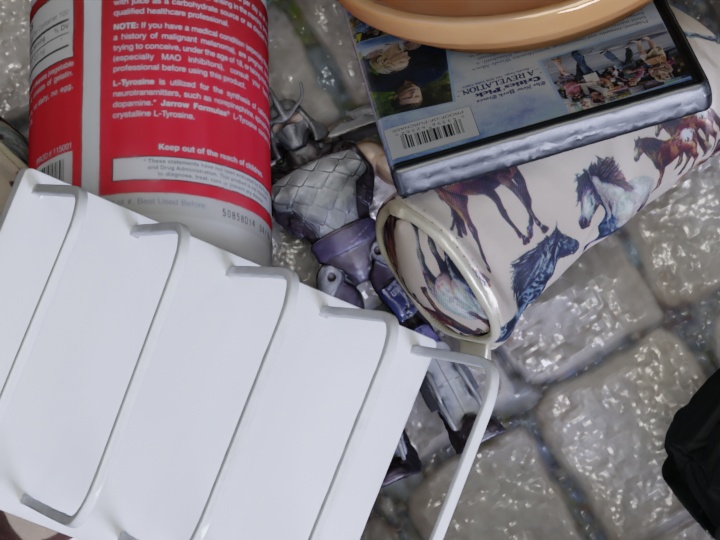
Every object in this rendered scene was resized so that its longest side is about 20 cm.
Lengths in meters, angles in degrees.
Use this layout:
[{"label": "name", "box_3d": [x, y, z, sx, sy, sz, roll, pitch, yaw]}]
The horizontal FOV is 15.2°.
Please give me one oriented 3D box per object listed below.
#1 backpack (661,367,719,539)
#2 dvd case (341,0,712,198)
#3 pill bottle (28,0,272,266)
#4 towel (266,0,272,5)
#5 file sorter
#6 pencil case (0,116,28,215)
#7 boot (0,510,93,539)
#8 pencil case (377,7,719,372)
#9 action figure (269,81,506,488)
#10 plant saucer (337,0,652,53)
[{"label": "backpack", "box_3d": [0.248, 0.128, 1.253, 0.200, 0.167, 0.127, 44, 100, -12]}, {"label": "dvd case", "box_3d": [0.070, -0.107, 1.241, 0.143, 0.200, 0.018, -16, 122, 1]}, {"label": "pill bottle", "box_3d": [-0.098, -0.083, 1.256, 0.112, 0.112, 0.200, -2, 70, 1]}, {"label": "towel", "box_3d": [-0.034, -0.208, 1.230, 0.023, 0.200, 0.153, -5, 89, -15]}, {"label": "file sorter", "box_3d": [-0.065, 0.059, 1.117, 0.200, 0.125, 0.139, 23, 85, -16]}, {"label": "pencil case", "box_3d": [-0.242, -0.006, 1.292, 0.200, 0.078, 0.089, -38, 107, 1]}, {"label": "boot", "box_3d": [-0.094, 0.063, 1.202, 0.200, 0.072, 0.166, -38, 110, -17]}, {"label": "pencil case", "box_3d": [0.097, -0.044, 1.247, 0.200, 0.078, 0.090, -38, 127, -27]}, {"label": "action figure", "box_3d": [0.000, 0.000, 1.297, 0.130, 0.069, 0.200, -26, 86, 10]}, {"label": "plant saucer", "box_3d": [0.078, -0.162, 1.253, 0.200, 0.200, 0.037, -18, 130, 1]}]
